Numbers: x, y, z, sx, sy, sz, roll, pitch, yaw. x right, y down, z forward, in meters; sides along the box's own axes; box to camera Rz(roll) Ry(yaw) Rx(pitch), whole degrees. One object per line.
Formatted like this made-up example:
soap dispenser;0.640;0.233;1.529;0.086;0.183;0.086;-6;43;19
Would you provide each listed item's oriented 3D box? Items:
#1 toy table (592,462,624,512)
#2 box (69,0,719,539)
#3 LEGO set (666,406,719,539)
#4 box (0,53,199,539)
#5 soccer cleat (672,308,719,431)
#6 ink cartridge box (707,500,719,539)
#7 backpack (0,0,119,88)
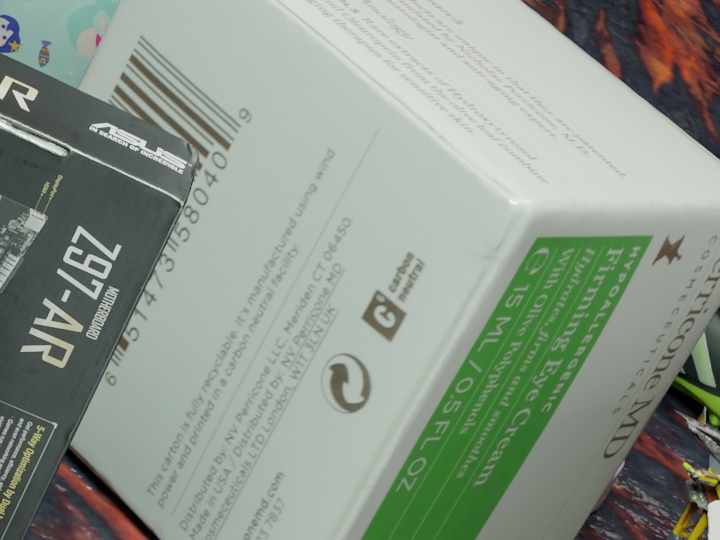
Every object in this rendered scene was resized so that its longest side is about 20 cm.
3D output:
toy table;0.069;0.005;1.206;0.184;0.117;0.200;8;30;-40
box;0.000;0.000;1.023;0.200;0.199;0.171;42;25;29
LEGO set;0.204;0.132;1.068;0.200;0.116;0.154;24;22;-6
box;-0.158;0.021;0.789;0.160;0.200;0.044;24;23;-6
soccer cleat;0.150;0.015;1.321;0.200;0.081;0.068;32;22;13
ink cartridge box;0.150;0.179;0.927;0.115;0.068;0.200;25;32;-7
backpack;-0.077;-0.106;1.169;0.200;0.178;0.151;9;21;-7
